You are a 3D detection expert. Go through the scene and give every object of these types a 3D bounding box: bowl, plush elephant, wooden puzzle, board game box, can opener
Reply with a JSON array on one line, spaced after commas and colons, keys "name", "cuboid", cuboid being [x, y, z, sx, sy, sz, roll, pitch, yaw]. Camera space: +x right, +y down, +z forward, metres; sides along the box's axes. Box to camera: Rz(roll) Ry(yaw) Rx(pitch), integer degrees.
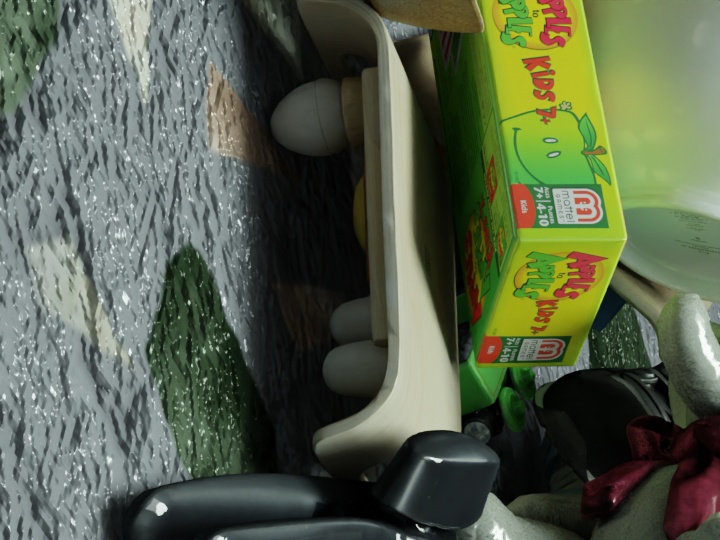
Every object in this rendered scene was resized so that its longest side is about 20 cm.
[{"name": "bowl", "cuboid": [0.167, -0.044, 0.997, 0.201, 0.200, 0.091, 49, 56, -52]}, {"name": "plush elephant", "cuboid": [0.152, 0.084, 0.929, 0.200, 0.164, 0.156, 32, 68, -41]}, {"name": "wooden puzzle", "cuboid": [0.094, -0.037, 1.111, 0.200, 0.046, 0.185, 45, 18, 5]}, {"name": "board game box", "cuboid": [0.069, -0.069, 0.963, 0.102, 0.047, 0.201, 102, -16, -56]}, {"name": "can opener", "cuboid": [-0.021, 0.092, 0.802, 0.200, 0.063, 0.079, 5, 103, -56]}]

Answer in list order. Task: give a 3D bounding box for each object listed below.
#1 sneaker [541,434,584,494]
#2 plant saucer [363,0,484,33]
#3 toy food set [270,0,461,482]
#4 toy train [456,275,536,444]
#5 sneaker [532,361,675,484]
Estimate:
[{"name": "sneaker", "cuboid": [0.117, 0.112, 1.128, 0.200, 0.079, 0.131, 55, 31, -65]}, {"name": "plant saucer", "cuboid": [-0.017, -0.174, 0.903, 0.201, 0.035, 0.200, 57, 0, -1]}, {"name": "toy food set", "cuboid": [0.000, 0.000, 0.927, 0.144, 0.060, 0.201, 61, 25, -64]}, {"name": "toy train", "cuboid": [0.070, 0.021, 1.108, 0.057, 0.042, 0.200, 59, 26, -18]}, {"name": "sneaker", "cuboid": [0.159, 0.060, 1.076, 0.200, 0.088, 0.076, 4, 46, -58]}]
